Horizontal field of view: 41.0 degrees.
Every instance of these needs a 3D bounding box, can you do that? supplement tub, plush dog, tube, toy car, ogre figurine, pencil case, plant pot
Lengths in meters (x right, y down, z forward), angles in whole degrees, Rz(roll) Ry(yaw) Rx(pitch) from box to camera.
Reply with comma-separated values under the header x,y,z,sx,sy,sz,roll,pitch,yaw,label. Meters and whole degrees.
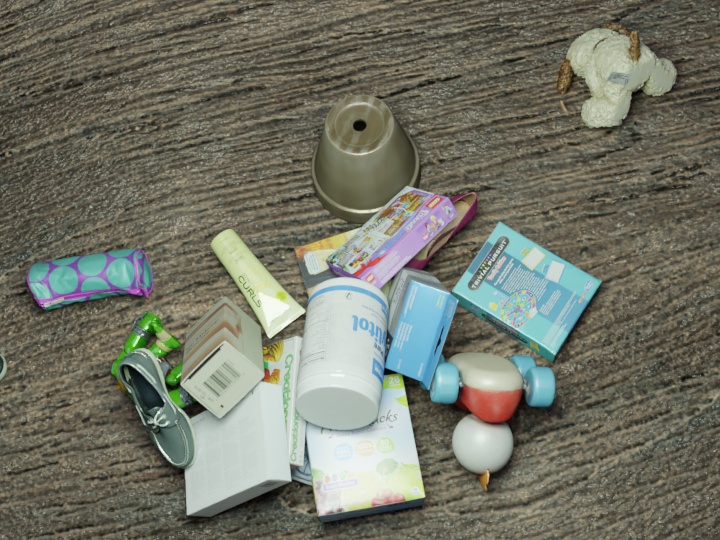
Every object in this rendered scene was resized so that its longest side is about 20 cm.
x,y,z,sx,sy,sz,roll,pitch,yaw,label
-0.026,0.124,1.468,0.130,0.133,0.201,1,52,5,supplement tub
0.442,-0.374,1.724,0.199,0.161,0.172,-35,42,-12,plush dog
-0.182,0.017,1.655,0.058,0.052,0.200,-47,72,29,tube
0.187,0.237,1.495,0.182,0.177,0.202,3,95,-8,toy car
-0.332,0.168,1.571,0.120,0.098,0.200,-45,77,-2,ogre figurine
-0.462,0.017,1.657,0.198,0.085,0.093,-10,51,1,pencil case
0.006,-0.208,1.664,0.198,0.174,0.202,-1,67,3,plant pot

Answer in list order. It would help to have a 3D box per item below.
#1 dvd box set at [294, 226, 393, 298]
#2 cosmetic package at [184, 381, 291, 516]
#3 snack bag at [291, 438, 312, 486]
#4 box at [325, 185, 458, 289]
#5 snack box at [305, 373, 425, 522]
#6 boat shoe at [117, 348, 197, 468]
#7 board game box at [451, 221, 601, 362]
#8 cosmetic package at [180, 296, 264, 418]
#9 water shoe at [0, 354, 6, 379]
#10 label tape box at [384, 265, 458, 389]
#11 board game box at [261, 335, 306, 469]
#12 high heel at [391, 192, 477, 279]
x,y,z,sx,sy,sz,roll,pitch,yaw,label
0.000,0.000,1.654,0.198,0.029,0.147,-17,67,-2,dvd box set
-0.194,0.277,1.479,0.199,0.051,0.152,-30,58,36,cosmetic package
-0.117,0.241,1.568,0.198,0.021,0.190,15,69,10,snack bag
0.050,-0.053,1.590,0.200,0.039,0.137,-43,28,-12,box
0.001,0.274,1.500,0.167,0.068,0.202,-10,65,-3,snack box
-0.318,0.219,1.486,0.072,0.062,0.202,-24,91,15,boat shoe
0.276,0.034,1.606,0.199,0.047,0.151,32,74,17,board game box
-0.216,0.131,1.512,0.103,0.200,0.087,-44,107,6,cosmetic package
-0.697,0.183,1.611,0.199,0.079,0.072,-28,67,-7,water shoe
0.080,0.082,1.495,0.063,0.200,0.146,16,98,-10,label tape box
-0.135,0.214,1.513,0.126,0.034,0.202,-21,58,41,board game box
0.114,-0.063,1.604,0.067,0.096,0.200,43,62,9,high heel
